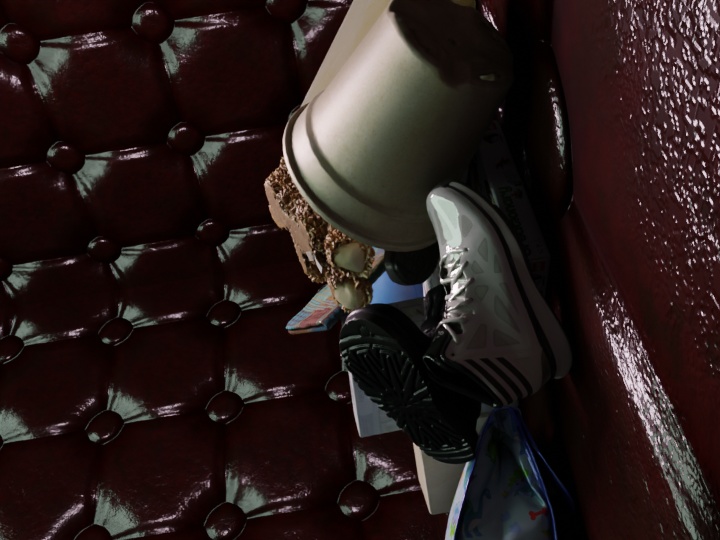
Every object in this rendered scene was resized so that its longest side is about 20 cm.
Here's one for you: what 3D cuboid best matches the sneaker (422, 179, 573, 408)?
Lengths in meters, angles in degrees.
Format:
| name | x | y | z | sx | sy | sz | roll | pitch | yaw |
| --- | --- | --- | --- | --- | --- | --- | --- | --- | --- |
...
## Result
| name | x | y | z | sx | sy | sz | roll | pitch | yaw |
| --- | --- | --- | --- | --- | --- | --- | --- | --- | --- |
| sneaker | 0.090 | 0.023 | 0.711 | 0.203 | 0.114 | 0.076 | 60 | 154 | 11 |

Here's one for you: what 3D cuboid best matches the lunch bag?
| name | x | y | z | sx | sy | sz | roll | pitch | yaw |
| --- | --- | --- | --- | --- | --- | --- | --- | --- | --- |
| lunch bag | 0.143 | 0.258 | 0.837 | 0.171 | 0.124 | 0.205 | 83 | -173 | -64 |

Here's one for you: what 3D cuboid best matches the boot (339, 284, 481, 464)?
| name | x | y | z | sx | sy | sz | roll | pitch | yaw |
| --- | --- | --- | --- | --- | --- | --- | --- | --- | --- |
| boot | 0.066 | 0.065 | 0.799 | 0.212 | 0.078 | 0.160 | 55 | -137 | -35 |

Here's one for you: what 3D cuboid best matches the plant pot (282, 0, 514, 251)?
| name | x | y | z | sx | sy | sz | roll | pitch | yaw |
| --- | --- | --- | --- | --- | --- | --- | --- | --- | --- |
| plant pot | 0.048 | -0.156 | 0.797 | 0.184 | 0.196 | 0.204 | -54 | 35 | 43 |

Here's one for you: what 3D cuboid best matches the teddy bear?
| name | x | y | z | sx | sy | sz | roll | pitch | yaw |
| --- | --- | --- | --- | --- | --- | --- | --- | --- | --- |
| teddy bear | -0.034 | -0.043 | 0.887 | 0.200 | 0.066 | 0.148 | 39 | 148 | 55 |

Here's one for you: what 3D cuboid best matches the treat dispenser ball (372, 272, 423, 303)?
| name | x | y | z | sx | sy | sz | roll | pitch | yaw |
| --- | --- | --- | --- | --- | --- | --- | --- | --- | --- |
| treat dispenser ball | 0.062 | 0.027 | 1.357 | 0.201 | 0.196 | 0.206 | 171 | 90 | -89 |

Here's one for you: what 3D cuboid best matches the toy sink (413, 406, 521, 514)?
| name | x | y | z | sx | sy | sz | roll | pitch | yaw |
| --- | --- | --- | --- | --- | --- | --- | --- | --- | --- |
| toy sink | 0.133 | 0.225 | 1.070 | 0.200 | 0.127 | 0.115 | -130 | 31 | -86 |

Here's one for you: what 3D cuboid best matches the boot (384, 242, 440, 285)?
| name | x | y | z | sx | sy | sz | roll | pitch | yaw |
| --- | --- | --- | --- | --- | --- | --- | --- | --- | --- |
| boot | 0.022 | -0.045 | 0.926 | 0.068 | 0.129 | 0.203 | 47 | -143 | -31 |

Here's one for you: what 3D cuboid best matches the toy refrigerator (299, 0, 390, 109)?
| name | x | y | z | sx | sy | sz | roll | pitch | yaw |
| --- | --- | --- | --- | --- | --- | --- | --- | --- | --- |
| toy refrigerator | 0.005 | -0.227 | 0.954 | 0.075 | 0.069 | 0.203 | 20 | -80 | -56 |

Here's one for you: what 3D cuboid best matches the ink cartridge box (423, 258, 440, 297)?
| name | x | y | z | sx | sy | sz | roll | pitch | yaw |
| --- | --- | --- | --- | --- | --- | --- | --- | --- | --- |
| ink cartridge box | 0.127 | 0.029 | 1.051 | 0.149 | 0.083 | 0.203 | -100 | 1 | -53 |

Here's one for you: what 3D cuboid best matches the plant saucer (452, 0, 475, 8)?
| name | x | y | z | sx | sy | sz | roll | pitch | yaw |
| --- | --- | --- | --- | --- | --- | --- | --- | --- | --- |
| plant saucer | 0.097 | -0.351 | 0.972 | 0.200 | 0.035 | 0.206 | 171 | 90 | -88 |

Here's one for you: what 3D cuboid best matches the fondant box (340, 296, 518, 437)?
| name | x | y | z | sx | sy | sz | roll | pitch | yaw |
| --- | --- | --- | --- | --- | --- | --- | --- | --- | --- |
| fondant box | 0.082 | 0.104 | 0.956 | 0.059 | 0.195 | 0.147 | -107 | 8 | -54 |

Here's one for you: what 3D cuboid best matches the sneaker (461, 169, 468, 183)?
| name | x | y | z | sx | sy | sz | roll | pitch | yaw |
| --- | --- | --- | --- | --- | --- | --- | --- | --- | --- |
| sneaker | 0.106 | -0.156 | 1.152 | 0.201 | 0.075 | 0.082 | -99 | -7 | -68 |

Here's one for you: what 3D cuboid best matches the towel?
| name | x | y | z | sx | sy | sz | roll | pitch | yaw |
| --- | --- | --- | --- | --- | --- | --- | --- | --- | --- |
| towel | 0.000 | 0.000 | 0.990 | 0.022 | 0.200 | 0.146 | 48 | 159 | -9 |

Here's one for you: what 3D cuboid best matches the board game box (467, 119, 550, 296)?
| name | x | y | z | sx | sy | sz | roll | pitch | yaw |
| --- | --- | --- | --- | --- | --- | --- | --- | --- | --- |
| board game box | 0.145 | -0.039 | 0.840 | 0.128 | 0.034 | 0.203 | 84 | 177 | -47 |
